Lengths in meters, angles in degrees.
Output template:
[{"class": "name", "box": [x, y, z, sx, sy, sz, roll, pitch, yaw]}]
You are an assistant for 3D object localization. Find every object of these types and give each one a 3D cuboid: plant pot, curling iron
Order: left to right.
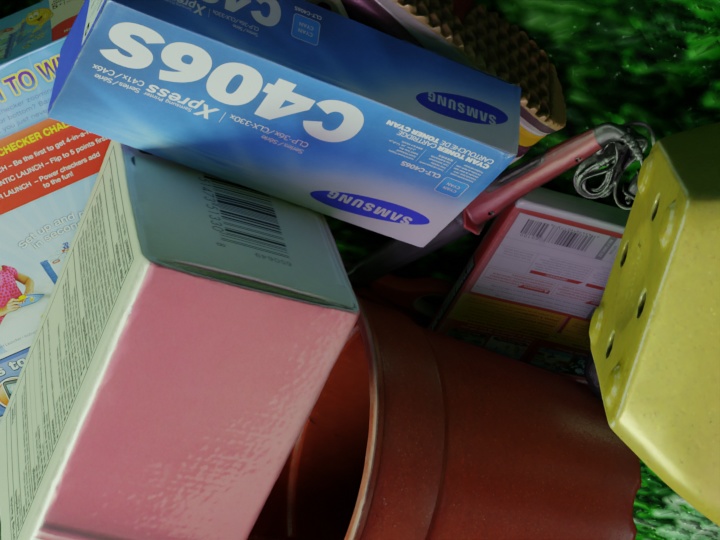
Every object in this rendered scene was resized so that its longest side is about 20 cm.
[{"class": "plant pot", "box": [0.042, 0.121, 0.853, 0.194, 0.202, 0.201, 14, 141, -26]}, {"class": "curling iron", "box": [0.070, -0.028, 0.796, 0.199, 0.026, 0.050, -24, 111, 28]}, {"class": "plant pot", "box": [0.221, 0.026, 0.705, 0.199, 0.194, 0.197, 15, 109, -2]}]

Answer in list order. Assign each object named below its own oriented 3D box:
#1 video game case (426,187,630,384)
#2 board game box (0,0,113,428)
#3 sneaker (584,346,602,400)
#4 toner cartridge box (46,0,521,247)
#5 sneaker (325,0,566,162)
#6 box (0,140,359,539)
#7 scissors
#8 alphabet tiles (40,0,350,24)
[{"class": "video game case", "box": [0.119, 0.033, 0.895, 0.142, 0.018, 0.200, 13, 138, -14]}, {"class": "board game box", "box": [-0.184, -0.020, 0.777, 0.199, 0.056, 0.197, -23, 125, 1]}, {"class": "sneaker", "box": [0.216, 0.061, 0.871, 0.199, 0.067, 0.091, 14, 140, -21]}, {"class": "toner cartridge box", "box": [-0.034, -0.078, 0.686, 0.199, 0.043, 0.095, 18, 147, -19]}, {"class": "sneaker", "box": [0.009, -0.111, 0.731, 0.200, 0.075, 0.090, 38, 126, -26]}, {"class": "box", "box": [-0.097, 0.053, 0.734, 0.108, 0.128, 0.201, 14, 119, -24]}, {"class": "scissors", "box": [0.000, 0.000, 0.879, 0.073, 0.014, 0.200, -26, 134, 29]}, {"class": "alphabet tiles", "box": [-0.098, -0.149, 0.709, 0.199, 0.006, 0.167, 10, 144, 35]}]
